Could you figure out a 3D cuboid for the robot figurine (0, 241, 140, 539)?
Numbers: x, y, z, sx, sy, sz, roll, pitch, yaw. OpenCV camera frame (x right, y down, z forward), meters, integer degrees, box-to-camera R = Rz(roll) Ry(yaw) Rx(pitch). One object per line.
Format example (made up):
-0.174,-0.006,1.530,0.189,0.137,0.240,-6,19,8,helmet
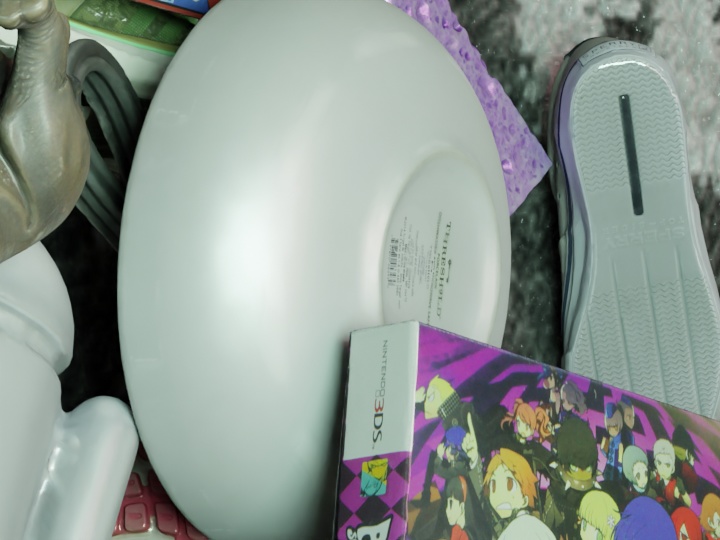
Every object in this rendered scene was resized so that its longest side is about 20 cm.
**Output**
-0.156,0.054,0.846,0.169,0.113,0.201,18,69,-11,robot figurine

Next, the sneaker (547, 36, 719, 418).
0.119,-0.005,1.163,0.071,0.072,0.202,-94,-179,-73,sneaker

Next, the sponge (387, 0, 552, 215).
-0.005,-0.026,1.070,0.200,0.030,0.112,-50,117,-37,sponge

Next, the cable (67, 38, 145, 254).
-0.067,0.007,0.931,0.200,0.050,0.098,44,52,-42,cable

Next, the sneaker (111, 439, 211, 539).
-0.073,0.151,0.952,0.075,0.080,0.202,-3,86,-73,sneaker

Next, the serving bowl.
0.000,0.000,0.915,0.200,0.065,0.202,-8,99,-58,serving bowl

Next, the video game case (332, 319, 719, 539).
0.069,0.127,0.877,0.199,0.036,0.183,19,68,-41,video game case

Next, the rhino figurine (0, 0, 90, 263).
-0.157,-0.003,0.763,0.200,0.060,0.088,-40,140,-16,rhino figurine

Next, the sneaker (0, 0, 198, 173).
-0.080,-0.081,0.966,0.199,0.077,0.089,11,47,-37,sneaker

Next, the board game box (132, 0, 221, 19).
-0.129,-0.122,0.896,0.199,0.103,0.020,10,104,-51,board game box
